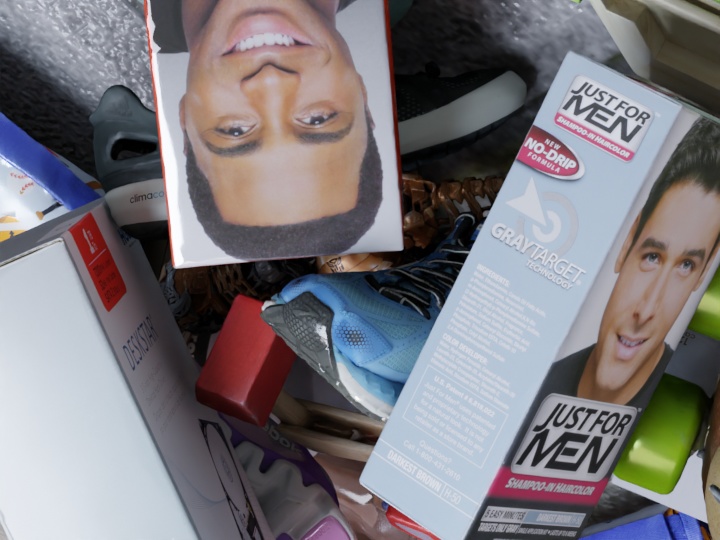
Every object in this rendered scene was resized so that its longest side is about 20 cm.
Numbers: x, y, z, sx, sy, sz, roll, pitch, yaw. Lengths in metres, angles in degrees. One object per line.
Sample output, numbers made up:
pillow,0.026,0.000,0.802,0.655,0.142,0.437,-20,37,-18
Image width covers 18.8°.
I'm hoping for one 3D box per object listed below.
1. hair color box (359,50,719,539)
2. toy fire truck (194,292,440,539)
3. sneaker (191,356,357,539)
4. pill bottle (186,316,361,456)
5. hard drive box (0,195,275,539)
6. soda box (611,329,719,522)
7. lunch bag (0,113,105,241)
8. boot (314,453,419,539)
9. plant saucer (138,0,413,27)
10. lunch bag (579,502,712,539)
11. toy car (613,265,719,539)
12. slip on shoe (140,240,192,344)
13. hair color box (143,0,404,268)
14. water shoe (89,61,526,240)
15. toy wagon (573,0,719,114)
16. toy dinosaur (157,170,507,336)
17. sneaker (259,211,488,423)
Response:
hair color box,0.088,0.018,0.915,0.061,0.200,0.099,31,-170,33
toy fire truck,0.005,0.083,1.047,0.141,0.049,0.200,20,165,14
sneaker,-0.082,0.086,1.098,0.200,0.088,0.080,44,105,-6
pill bottle,-0.080,0.054,1.211,0.200,0.113,0.113,0,136,36
hard drive box,-0.113,0.078,0.975,0.077,0.156,0.200,-23,98,6
soda box,0.231,0.103,1.081,0.200,0.068,0.064,22,145,12
lunch bag,-0.243,-0.039,1.188,0.170,0.124,0.200,39,145,-16
boot,-0.001,0.122,1.290,0.200,0.064,0.187,19,147,23
plant saucer,-0.069,-0.161,0.989,0.201,0.039,0.201,21,146,15
lunch bag,0.133,0.209,1.201,0.170,0.124,0.200,-20,136,11
toy car,0.199,0.080,0.926,0.164,0.200,0.158,20,107,5
slip on shoe,-0.114,0.012,1.133,0.200,0.076,0.061,-48,143,20
hair color box,-0.037,-0.107,0.906,0.101,0.061,0.201,-5,107,1
water shoe,-0.024,-0.075,0.989,0.072,0.199,0.079,138,115,-83
toy wagon,0.167,-0.130,0.853,0.155,0.040,0.200,26,146,6
toy dinosaur,0.000,0.000,1.058,0.200,0.102,0.136,0,156,34
sneaker,0.033,0.007,0.957,0.078,0.200,0.090,41,112,25
